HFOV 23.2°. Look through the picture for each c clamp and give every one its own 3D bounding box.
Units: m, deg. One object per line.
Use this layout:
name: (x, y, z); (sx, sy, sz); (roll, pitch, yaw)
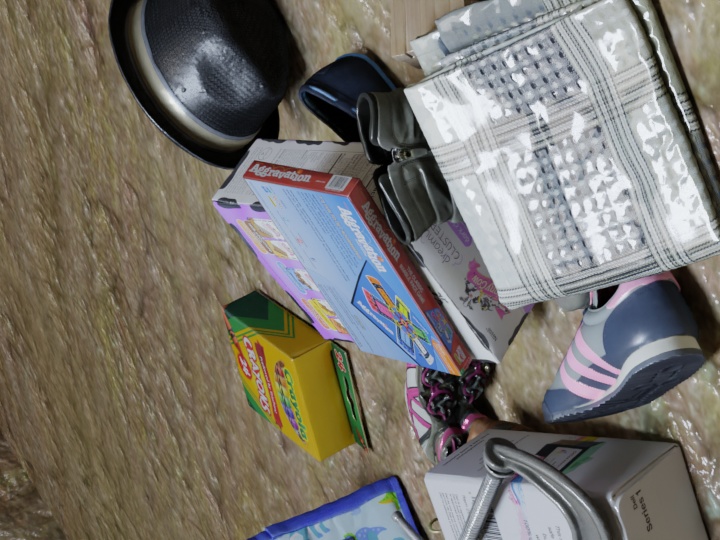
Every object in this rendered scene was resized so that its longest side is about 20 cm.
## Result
c clamp: (0.101, 0.191, 1.264); (0.171, 0.027, 0.201); (46, 142, 20)

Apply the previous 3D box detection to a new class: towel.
towel: (0.124, -0.082, 1.107); (0.192, 0.034, 0.201); (-16, 99, 46)

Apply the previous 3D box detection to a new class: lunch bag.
lunch bag: (-0.016, 0.321, 1.761); (0.127, 0.169, 0.202); (34, 141, 59)

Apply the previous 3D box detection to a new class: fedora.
fedora: (-0.122, -0.192, 1.525); (0.091, 0.200, 0.202); (-34, 81, 37)

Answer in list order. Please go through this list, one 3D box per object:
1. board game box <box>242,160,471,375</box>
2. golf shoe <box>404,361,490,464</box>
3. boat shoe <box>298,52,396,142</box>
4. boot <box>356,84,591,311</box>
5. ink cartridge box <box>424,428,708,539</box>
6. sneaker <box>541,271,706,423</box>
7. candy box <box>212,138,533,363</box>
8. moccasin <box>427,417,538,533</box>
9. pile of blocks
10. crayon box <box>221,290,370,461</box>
board game box: (0.000, 0.000, 1.265); (0.102, 0.020, 0.200); (14, 148, 40)
golf shoe: (0.063, 0.090, 1.468); (0.092, 0.072, 0.201); (45, 151, 43)
boat shoe: (0.024, -0.084, 1.372); (0.200, 0.068, 0.085); (46, 150, 33)
boot: (0.077, -0.045, 1.212); (0.201, 0.130, 0.068); (66, 159, -4)
ink cartridge box: (0.159, 0.203, 1.298); (0.199, 0.084, 0.146); (-2, 113, 51)
sneaker: (0.174, 0.051, 1.203); (0.200, 0.070, 0.083); (133, 127, -64)
candy box: (0.011, -0.017, 1.333); (0.199, 0.072, 0.168); (6, 144, 46)
moccasin: (0.104, 0.201, 1.469); (0.077, 0.074, 0.202); (25, 142, 21)
pile of blocks: (0.038, -0.226, 1.229); (0.062, 0.082, 0.201); (18, -137, -58)
crayon box: (-0.068, 0.112, 1.820); (0.200, 0.051, 0.128); (29, 138, 55)
